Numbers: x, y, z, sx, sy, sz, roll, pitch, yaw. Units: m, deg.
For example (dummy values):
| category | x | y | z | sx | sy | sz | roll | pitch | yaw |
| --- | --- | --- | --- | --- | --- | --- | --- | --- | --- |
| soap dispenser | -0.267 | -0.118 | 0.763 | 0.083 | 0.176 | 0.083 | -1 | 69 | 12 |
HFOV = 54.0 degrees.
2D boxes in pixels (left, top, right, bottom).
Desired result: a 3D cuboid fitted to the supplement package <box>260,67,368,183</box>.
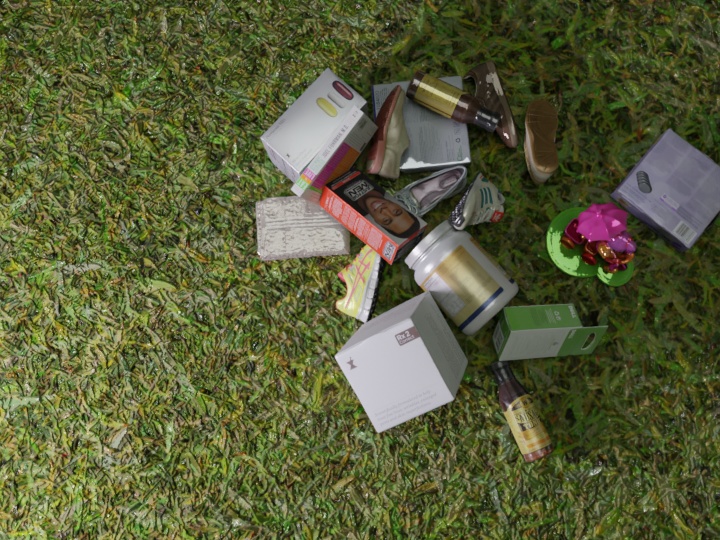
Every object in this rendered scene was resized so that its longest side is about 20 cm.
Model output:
| category | x | y | z | sx | sy | sz | roll | pitch | yaw |
| --- | --- | --- | --- | --- | --- | --- | --- | --- | --- |
| supplement package | -0.089 | -0.283 | 1.455 | 0.111 | 0.156 | 0.200 | 41 | 84 | 8 |

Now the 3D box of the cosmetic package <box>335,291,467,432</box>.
| category | x | y | z | sx | sy | sz | roll | pitch | yaw |
| --- | --- | --- | --- | --- | --- | --- | --- | --- | --- |
| cosmetic package | 0.083 | 0.165 | 1.316 | 0.164 | 0.200 | 0.166 | -28 | 94 | 20 |

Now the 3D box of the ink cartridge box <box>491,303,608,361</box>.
| category | x | y | z | sx | sy | sz | roll | pitch | yaw |
| --- | --- | --- | --- | --- | --- | --- | --- | --- | --- |
| ink cartridge box | 0.369 | 0.120 | 1.388 | 0.198 | 0.104 | 0.060 | -3 | 50 | -8 |

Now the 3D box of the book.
| category | x | y | z | sx | sy | sz | roll | pitch | yaw |
| --- | --- | --- | --- | --- | --- | --- | --- | --- | --- |
| book | -0.049 | -0.224 | 1.399 | 0.048 | 0.134 | 0.200 | 40 | 98 | 9 |

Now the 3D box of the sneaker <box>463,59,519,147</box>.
| category | x | y | z | sx | sy | sz | roll | pitch | yaw |
| --- | --- | --- | --- | --- | --- | --- | --- | --- | --- |
| sneaker | 0.281 | -0.346 | 1.513 | 0.075 | 0.070 | 0.202 | -19 | 76 | 17 |

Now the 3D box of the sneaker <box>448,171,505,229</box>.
| category | x | y | z | sx | sy | sz | roll | pitch | yaw |
| --- | --- | --- | --- | --- | --- | --- | --- | --- | --- |
| sneaker | 0.245 | -0.127 | 1.420 | 0.093 | 0.200 | 0.071 | 35 | 124 | 1 |

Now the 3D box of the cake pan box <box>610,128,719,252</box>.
| category | x | y | z | sx | sy | sz | roll | pitch | yaw |
| --- | --- | --- | --- | --- | --- | --- | --- | --- | --- |
| cake pan box | 0.659 | -0.165 | 1.472 | 0.200 | 0.052 | 0.184 | 39 | 85 | 7 |

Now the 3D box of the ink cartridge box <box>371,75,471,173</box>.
| category | x | y | z | sx | sy | sz | roll | pitch | yaw |
| --- | --- | --- | --- | --- | --- | --- | --- | --- | --- |
| ink cartridge box | 0.128 | -0.310 | 1.513 | 0.198 | 0.041 | 0.201 | -4 | 80 | 1 |

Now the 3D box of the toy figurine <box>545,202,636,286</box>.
| category | x | y | z | sx | sy | sz | roll | pitch | yaw |
| --- | --- | --- | --- | --- | --- | --- | --- | --- | --- |
| toy figurine | 0.479 | -0.058 | 1.389 | 0.200 | 0.184 | 0.150 | 40 | 83 | 7 |

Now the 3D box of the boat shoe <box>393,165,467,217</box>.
| category | x | y | z | sx | sy | sz | roll | pitch | yaw |
| --- | --- | --- | --- | --- | --- | --- | --- | --- | --- |
| boat shoe | 0.132 | -0.158 | 1.473 | 0.201 | 0.065 | 0.075 | -27 | 80 | -1 |

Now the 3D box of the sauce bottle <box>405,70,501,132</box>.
| category | x | y | z | sx | sy | sz | roll | pitch | yaw |
| --- | --- | --- | --- | --- | --- | --- | --- | --- | --- |
| sauce bottle | 0.194 | -0.346 | 1.465 | 0.199 | 0.065 | 0.065 | 28 | 82 | 5 |

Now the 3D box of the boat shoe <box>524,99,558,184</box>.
| category | x | y | z | sx | sy | sz | roll | pitch | yaw |
| --- | --- | --- | --- | --- | --- | --- | --- | --- | --- |
| boat shoe | 0.374 | -0.270 | 1.487 | 0.073 | 0.069 | 0.201 | 9 | 60 | -1 |

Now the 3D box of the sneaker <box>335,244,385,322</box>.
| category | x | y | z | sx | sy | sz | roll | pitch | yaw |
| --- | --- | --- | --- | --- | --- | --- | --- | --- | --- |
| sneaker | 0.000 | 0.000 | 1.446 | 0.090 | 0.078 | 0.202 | 12 | 79 | 11 |

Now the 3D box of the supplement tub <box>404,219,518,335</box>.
| category | x | y | z | sx | sy | sz | roll | pitch | yaw |
| --- | --- | --- | --- | --- | --- | --- | --- | --- | --- |
| supplement tub | 0.198 | 0.012 | 1.403 | 0.144 | 0.144 | 0.200 | -42 | 82 | -6 |

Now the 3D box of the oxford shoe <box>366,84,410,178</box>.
| category | x | y | z | sx | sy | sz | roll | pitch | yaw |
| --- | --- | --- | --- | --- | --- | --- | --- | --- | --- |
| oxford shoe | 0.068 | -0.285 | 1.467 | 0.073 | 0.071 | 0.202 | 18 | 80 | -19 |

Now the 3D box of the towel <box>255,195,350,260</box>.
| category | x | y | z | sx | sy | sz | roll | pitch | yaw |
| --- | --- | --- | --- | --- | --- | --- | --- | --- | --- |
| towel | -0.121 | -0.091 | 1.485 | 0.198 | 0.034 | 0.134 | -3 | 81 | -1 |

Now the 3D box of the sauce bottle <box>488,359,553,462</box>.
| category | x | y | z | sx | sy | sz | roll | pitch | yaw |
| --- | --- | --- | --- | --- | --- | --- | --- | --- | --- |
| sauce bottle | 0.312 | 0.274 | 1.395 | 0.066 | 0.066 | 0.201 | -24 | 79 | -3 |

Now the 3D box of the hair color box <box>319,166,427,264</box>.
| category | x | y | z | sx | sy | sz | roll | pitch | yaw |
| --- | --- | --- | --- | --- | --- | --- | --- | --- | --- |
| hair color box | 0.024 | -0.113 | 1.415 | 0.200 | 0.061 | 0.101 | 40 | 51 | 16 |
